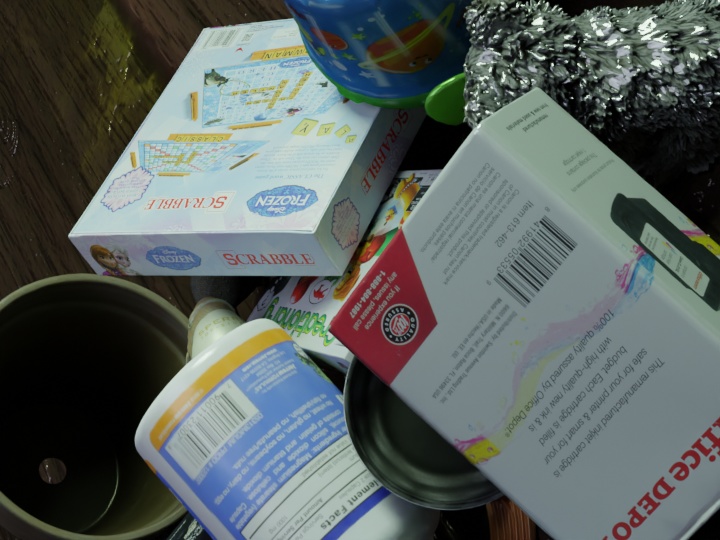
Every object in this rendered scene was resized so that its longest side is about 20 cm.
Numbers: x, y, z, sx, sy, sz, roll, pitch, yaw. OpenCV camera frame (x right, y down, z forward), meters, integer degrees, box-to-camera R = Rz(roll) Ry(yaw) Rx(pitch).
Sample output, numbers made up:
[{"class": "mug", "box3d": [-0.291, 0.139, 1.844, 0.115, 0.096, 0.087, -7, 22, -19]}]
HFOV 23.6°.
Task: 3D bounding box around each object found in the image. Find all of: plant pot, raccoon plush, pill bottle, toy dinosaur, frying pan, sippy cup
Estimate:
[{"class": "plant pot", "box3d": [-0.213, 0.127, 1.283, 0.174, 0.199, 0.201, 130, 138, -59]}, {"class": "raccoon plush", "box3d": [0.142, -0.118, 0.871, 0.200, 0.133, 0.097, -35, 54, 45]}, {"class": "pill bottle", "box3d": [-0.026, 0.134, 0.979, 0.200, 0.112, 0.112, 46, 123, 13]}, {"class": "toy dinosaur", "box3d": [-0.086, -0.016, 1.187, 0.077, 0.102, 0.200, 37, 118, 7]}, {"class": "frying pan", "box3d": [0.084, 0.082, 0.924, 0.031, 0.189, 0.116, 76, -149, -79]}, {"class": "sippy cup", "box3d": [0.009, -0.173, 0.972, 0.177, 0.130, 0.140, 23, 88, 21]}]

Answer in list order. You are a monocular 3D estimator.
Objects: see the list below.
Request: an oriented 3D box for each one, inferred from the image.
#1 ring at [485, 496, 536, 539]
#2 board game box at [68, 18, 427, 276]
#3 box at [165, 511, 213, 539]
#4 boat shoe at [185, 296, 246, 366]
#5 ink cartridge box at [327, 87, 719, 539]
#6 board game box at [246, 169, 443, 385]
[{"class": "ring", "box3d": [0.034, 0.171, 1.048, 0.200, 0.019, 0.202, -17, 69, 51]}, {"class": "board game box", "box3d": [-0.059, -0.082, 1.094, 0.199, 0.041, 0.200, 0, 48, 36]}, {"class": "box", "box3d": [-0.096, 0.236, 1.081, 0.200, 0.086, 0.164, -51, 16, 44]}, {"class": "boat shoe", "box3d": [-0.083, 0.106, 1.131, 0.201, 0.073, 0.063, 85, 161, -45]}, {"class": "ink cartridge box", "box3d": [0.107, 0.035, 0.844, 0.200, 0.083, 0.146, 42, 122, 8]}, {"class": "board game box", "box3d": [0.000, 0.000, 1.048, 0.127, 0.035, 0.200, -59, 19, -9]}]
